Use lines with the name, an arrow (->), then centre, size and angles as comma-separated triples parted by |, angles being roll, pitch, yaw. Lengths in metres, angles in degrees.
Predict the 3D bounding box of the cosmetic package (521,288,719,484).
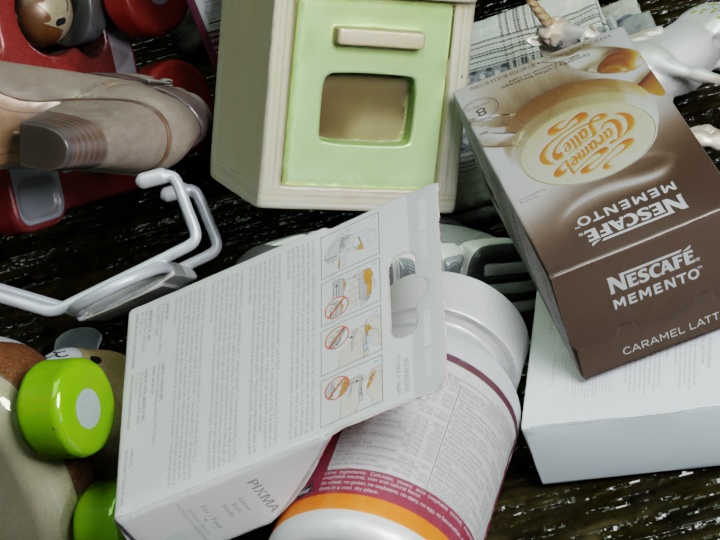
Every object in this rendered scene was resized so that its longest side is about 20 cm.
cosmetic package -> 0.177, 0.028, 1.337 | 0.150, 0.052, 0.200 | -9, 39, 18

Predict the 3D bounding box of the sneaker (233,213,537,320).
sneaker -> 0.000, 0.000, 1.408 | 0.199, 0.075, 0.115 | 1, 17, -26

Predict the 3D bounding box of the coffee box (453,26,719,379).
coffee box -> 0.139, -0.043, 1.334 | 0.114, 0.080, 0.200 | -22, 37, -1

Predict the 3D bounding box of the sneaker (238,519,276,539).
sneaker -> -0.063, 0.080, 1.358 | 0.074, 0.089, 0.200 | -21, 40, -3

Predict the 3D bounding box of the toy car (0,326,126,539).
toy car -> -0.175, 0.077, 1.376 | 0.164, 0.158, 0.200 | -5, 29, 30

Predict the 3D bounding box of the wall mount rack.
wall mount rack -> -0.175, -0.003, 1.435 | 0.173, 0.075, 0.200 | -24, -3, 1

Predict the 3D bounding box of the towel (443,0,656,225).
towel -> 0.105, -0.111, 1.547 | 0.199, 0.035, 0.193 | -15, 39, 7

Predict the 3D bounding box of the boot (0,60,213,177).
boot -> -0.198, -0.103, 1.482 | 0.199, 0.071, 0.146 | 23, 23, 26

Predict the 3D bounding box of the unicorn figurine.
unicorn figurine -> 0.199, -0.134, 1.482 | 0.137, 0.074, 0.200 | 31, 29, 35

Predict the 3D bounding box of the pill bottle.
pill bottle -> 0.025, 0.101, 1.272 | 0.109, 0.110, 0.200 | -2, 42, 23

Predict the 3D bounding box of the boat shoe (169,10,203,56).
boat shoe -> -0.057, -0.220, 1.745 | 0.199, 0.057, 0.067 | -24, 2, -9

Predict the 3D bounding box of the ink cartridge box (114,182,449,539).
ink cartridge box -> -0.035, 0.054, 1.246 | 0.199, 0.050, 0.161 | -21, 40, 18

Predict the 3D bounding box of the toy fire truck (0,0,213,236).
toy fire truck -> -0.201, -0.137, 1.576 | 0.112, 0.201, 0.168 | -5, 11, 40

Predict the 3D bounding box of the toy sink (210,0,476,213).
toy sink -> -0.008, -0.142, 1.423 | 0.130, 0.201, 0.112 | 2, 12, -21

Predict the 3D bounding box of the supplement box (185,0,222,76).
supplement box -> -0.060, -0.172, 1.560 | 0.085, 0.200, 0.111 | -16, 39, 7
